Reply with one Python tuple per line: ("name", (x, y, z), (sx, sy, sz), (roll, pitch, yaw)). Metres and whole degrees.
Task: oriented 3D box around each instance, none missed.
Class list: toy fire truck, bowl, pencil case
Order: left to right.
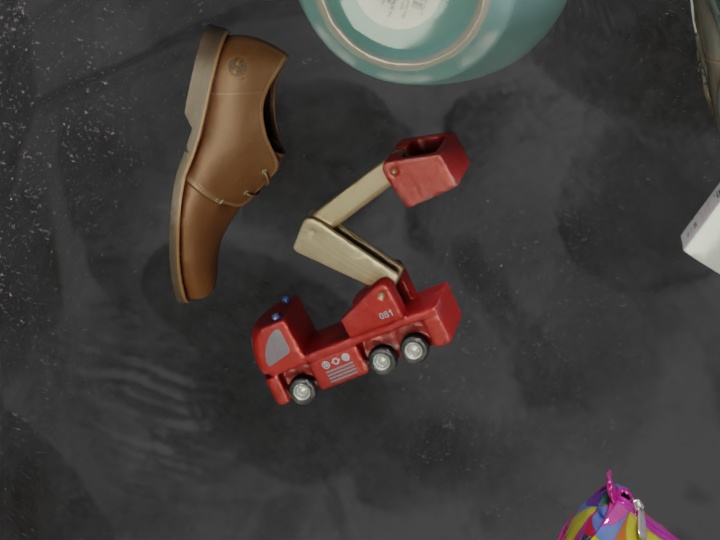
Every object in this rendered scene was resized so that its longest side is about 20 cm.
("toy fire truck", (0.000, 0.000, 1.791), (0.199, 0.049, 0.142), (-21, 106, 21))
("bowl", (0.037, -0.200, 1.667), (0.199, 0.105, 0.202), (4, 113, 10))
("pencil case", (0.225, 0.233, 1.823), (0.200, 0.088, 0.088), (39, 115, -7))

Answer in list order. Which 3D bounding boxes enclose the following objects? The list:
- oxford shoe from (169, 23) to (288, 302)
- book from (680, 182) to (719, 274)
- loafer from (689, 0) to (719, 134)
("oxford shoe", (-0.091, -0.065, 1.775), (0.071, 0.071, 0.201), (13, 114, 1))
("book", (0.318, -0.064, 1.672), (0.133, 0.048, 0.201), (29, 113, -12))
("loafer", (0.248, -0.155, 1.670), (0.071, 0.063, 0.201), (-21, 123, -8))
